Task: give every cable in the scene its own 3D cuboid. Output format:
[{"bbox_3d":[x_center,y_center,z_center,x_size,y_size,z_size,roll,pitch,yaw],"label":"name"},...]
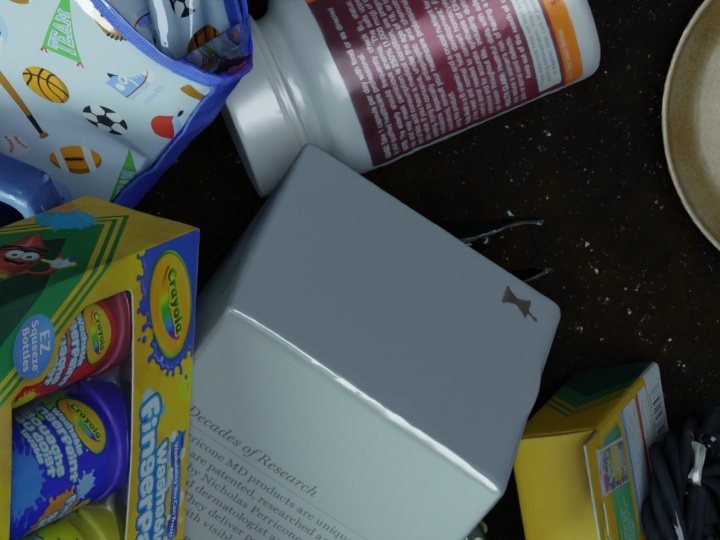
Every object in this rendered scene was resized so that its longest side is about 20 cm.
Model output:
[{"bbox_3d":[0.202,0.181,1.611,0.051,0.163,0.201,-6,107,18],"label":"cable"}]

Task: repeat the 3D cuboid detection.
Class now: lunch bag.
[{"bbox_3d":[-0.153,-0.137,1.478,0.124,0.170,0.200,-34,83,-40],"label":"lunch bag"}]

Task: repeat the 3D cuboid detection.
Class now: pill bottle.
[{"bbox_3d":[0.019,-0.122,1.571,0.199,0.114,0.115,-23,99,-5],"label":"pill bottle"}]

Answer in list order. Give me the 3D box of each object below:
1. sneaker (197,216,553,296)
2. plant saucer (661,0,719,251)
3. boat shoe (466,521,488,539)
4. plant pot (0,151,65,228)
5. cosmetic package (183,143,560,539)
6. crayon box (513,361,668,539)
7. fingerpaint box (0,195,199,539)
[{"bbox_3d":[0.000,0.003,1.587,0.199,0.104,0.060,-12,99,-6],"label":"sneaker"},{"bbox_3d":[0.265,-0.089,1.645,0.199,0.035,0.201,-1,97,-8],"label":"plant saucer"},{"bbox_3d":[0.042,0.167,1.635,0.060,0.072,0.202,-8,85,-46],"label":"boat shoe"},{"bbox_3d":[-0.236,0.037,1.441,0.180,0.200,0.200,-53,145,-25],"label":"plant pot"},{"bbox_3d":[-0.027,0.082,1.491,0.166,0.168,0.200,33,124,-7],"label":"cosmetic package"},{"bbox_3d":[0.129,0.133,1.571,0.051,0.200,0.126,-7,98,17],"label":"crayon box"},{"bbox_3d":[-0.153,0.085,1.339,0.073,0.167,0.201,16,112,29],"label":"fingerpaint box"}]
